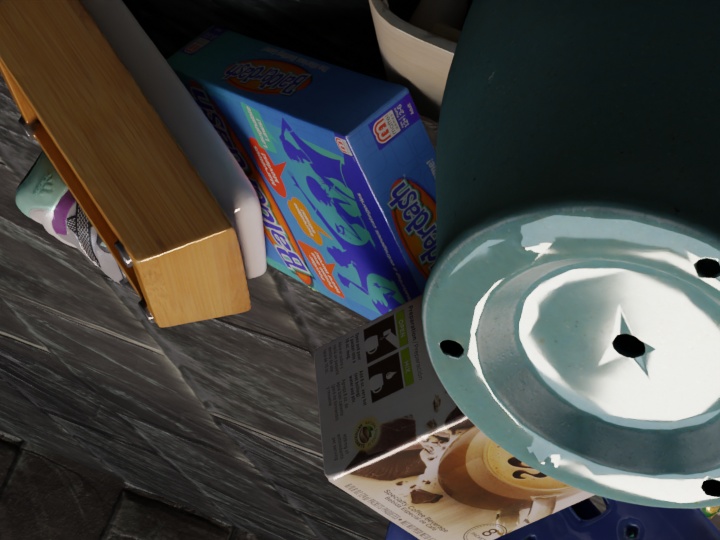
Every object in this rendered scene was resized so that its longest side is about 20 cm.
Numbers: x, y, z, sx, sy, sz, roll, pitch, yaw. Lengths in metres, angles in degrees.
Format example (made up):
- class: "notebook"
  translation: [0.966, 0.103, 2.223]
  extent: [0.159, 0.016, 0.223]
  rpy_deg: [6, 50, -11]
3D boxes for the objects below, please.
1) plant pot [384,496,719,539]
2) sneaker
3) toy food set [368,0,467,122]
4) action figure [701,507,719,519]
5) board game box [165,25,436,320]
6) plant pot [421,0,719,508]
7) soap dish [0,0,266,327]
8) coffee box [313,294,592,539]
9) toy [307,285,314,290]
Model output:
- class: "plant pot"
  translation: [0.127, 0.214, 1.035]
  extent: [0.200, 0.179, 0.200]
  rpy_deg: [48, 165, 25]
- class: "sneaker"
  translation: [-0.135, -0.020, 1.044]
  extent: [0.140, 0.078, 0.200]
  rpy_deg: [40, -164, 13]
- class: "toy food set"
  translation: [0.096, -0.092, 0.718]
  extent: [0.199, 0.061, 0.144]
  rpy_deg: [24, 174, 7]
- class: "action figure"
  translation: [0.274, 0.204, 1.277]
  extent: [0.055, 0.118, 0.200]
  rpy_deg: [46, 156, 15]
- class: "board game box"
  translation: [-0.018, -0.046, 0.840]
  extent: [0.200, 0.045, 0.153]
  rpy_deg: [27, 150, 53]
- class: "plant pot"
  translation: [0.112, -0.030, 0.528]
  extent: [0.198, 0.189, 0.201]
  rpy_deg: [14, 138, 13]
- class: "soap dish"
  translation: [-0.137, -0.069, 0.894]
  extent: [0.201, 0.081, 0.157]
  rpy_deg: [55, 169, 14]
- class: "coffee box"
  translation: [0.090, 0.052, 0.741]
  extent: [0.199, 0.080, 0.113]
  rpy_deg: [-28, 137, 24]
- class: "toy"
  translation: [0.000, 0.000, 1.027]
  extent: [0.114, 0.048, 0.200]
  rpy_deg: [5, 156, 41]
